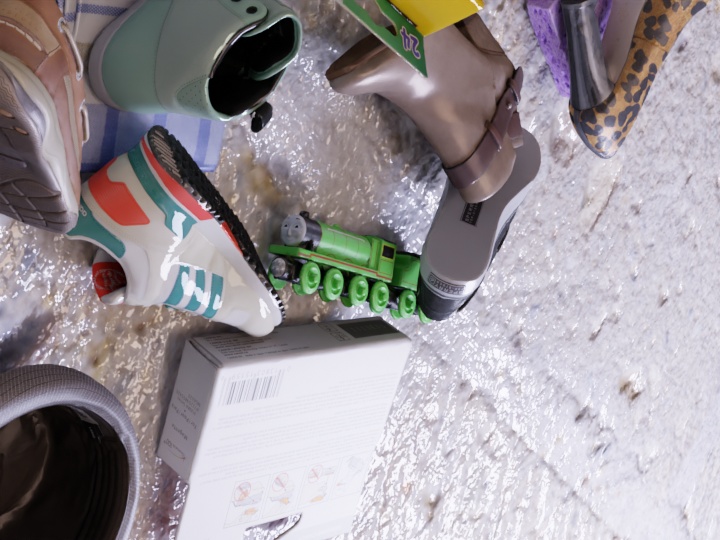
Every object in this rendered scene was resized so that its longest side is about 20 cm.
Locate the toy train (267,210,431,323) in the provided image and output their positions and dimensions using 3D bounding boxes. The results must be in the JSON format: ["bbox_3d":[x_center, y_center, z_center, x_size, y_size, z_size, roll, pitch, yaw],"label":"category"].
[{"bbox_3d":[0.000,0.000,0.935,0.199,0.041,0.057,17,81,-55],"label":"toy train"}]

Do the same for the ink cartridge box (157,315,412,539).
[{"bbox_3d":[-0.061,0.127,0.921,0.198,0.043,0.176,-4,119,-47],"label":"ink cartridge box"}]

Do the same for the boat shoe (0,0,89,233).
[{"bbox_3d":[-0.168,-0.078,0.639,0.075,0.200,0.073,22,69,-6],"label":"boat shoe"}]

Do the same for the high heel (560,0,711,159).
[{"bbox_3d":[0.257,-0.189,1.085,0.198,0.071,0.145,-24,117,-22],"label":"high heel"}]

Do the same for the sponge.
[{"bbox_3d":[0.220,-0.259,1.101,0.201,0.030,0.112,-53,137,-20],"label":"sponge"}]

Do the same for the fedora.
[{"bbox_3d":[-0.218,0.139,0.711,0.201,0.089,0.178,-54,139,-29],"label":"fedora"}]

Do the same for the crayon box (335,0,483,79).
[{"bbox_3d":[0.021,-0.240,0.789,0.125,0.051,0.203,30,48,-50],"label":"crayon box"}]

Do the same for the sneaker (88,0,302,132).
[{"bbox_3d":[-0.056,-0.160,0.726,0.202,0.117,0.074,-55,139,-20],"label":"sneaker"}]

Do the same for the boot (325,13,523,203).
[{"bbox_3d":[0.061,-0.118,0.922,0.200,0.069,0.148,-41,115,-43],"label":"boot"}]

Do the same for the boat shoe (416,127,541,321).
[{"bbox_3d":[0.088,-0.043,0.995,0.057,0.068,0.201,109,9,-48],"label":"boat shoe"}]

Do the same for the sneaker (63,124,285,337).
[{"bbox_3d":[-0.120,-0.006,0.799,0.093,0.071,0.200,-30,146,1],"label":"sneaker"}]

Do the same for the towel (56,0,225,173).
[{"bbox_3d":[-0.127,-0.158,0.754,0.146,0.024,0.204,-6,111,-49],"label":"towel"}]
